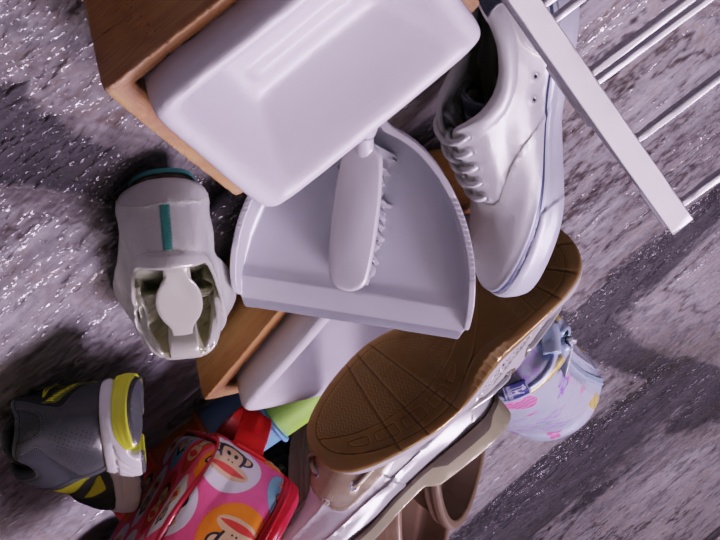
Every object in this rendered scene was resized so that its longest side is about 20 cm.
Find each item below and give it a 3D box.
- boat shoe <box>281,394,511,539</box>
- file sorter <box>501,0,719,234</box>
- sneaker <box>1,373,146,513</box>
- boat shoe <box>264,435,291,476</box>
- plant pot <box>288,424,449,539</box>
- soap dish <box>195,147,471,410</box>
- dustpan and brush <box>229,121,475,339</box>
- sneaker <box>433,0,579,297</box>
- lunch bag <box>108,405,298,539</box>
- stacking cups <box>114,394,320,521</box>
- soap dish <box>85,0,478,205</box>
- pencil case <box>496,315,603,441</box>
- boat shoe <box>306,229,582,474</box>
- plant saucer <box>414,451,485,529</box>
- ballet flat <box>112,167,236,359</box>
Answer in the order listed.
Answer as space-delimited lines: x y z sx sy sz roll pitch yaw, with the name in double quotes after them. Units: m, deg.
-0.003 0.126 1.749 0.200 0.069 0.075 -40 -166 -5 "boat shoe"
0.125 -0.150 1.328 0.124 0.139 0.200 -37 125 4 "file sorter"
-0.170 0.098 1.659 0.084 0.075 0.200 0 165 -6 "sneaker"
-0.074 0.154 1.946 0.072 0.068 0.200 -43 163 16 "boat shoe"
0.006 0.132 1.928 0.092 0.202 0.201 3 167 13 "plant pot"
0.000 0.000 1.691 0.199 0.081 0.157 -11 148 -52 "soap dish"
0.001 -0.059 1.525 0.057 0.139 0.201 -59 157 -72 "dustpan and brush"
0.074 -0.078 1.599 0.070 0.073 0.201 -9 115 -27 "sneaker"
-0.105 0.164 1.710 0.177 0.082 0.200 -60 -171 -4 "lunch bag"
-0.077 0.101 1.834 0.200 0.061 0.060 -36 162 5 "stacking cups"
-0.036 -0.120 1.322 0.157 0.081 0.200 -38 162 4 "soap dish"
0.124 0.071 2.078 0.090 0.084 0.200 -22 163 7 "pencil case"
0.057 0.057 1.689 0.200 0.071 0.069 -38 160 -3 "boat shoe"
0.060 0.072 1.877 0.029 0.201 0.200 5 166 12 "plant saucer"
-0.103 0.012 1.548 0.069 0.070 0.200 -33 160 -12 "ballet flat"
